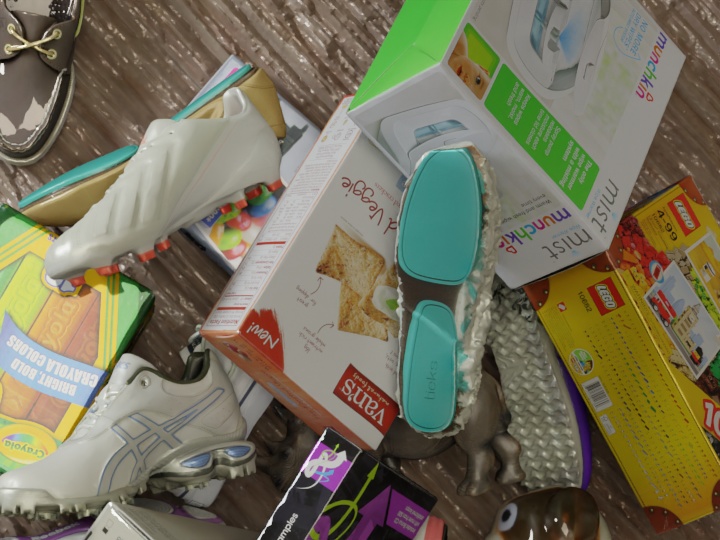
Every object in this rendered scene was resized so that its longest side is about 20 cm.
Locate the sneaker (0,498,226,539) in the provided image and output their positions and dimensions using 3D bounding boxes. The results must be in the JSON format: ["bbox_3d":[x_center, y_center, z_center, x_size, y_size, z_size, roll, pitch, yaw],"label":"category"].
[{"bbox_3d":[-0.184,0.218,1.586,0.198,0.075,0.100,-15,103,-8],"label":"sneaker"}]

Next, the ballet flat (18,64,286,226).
[{"bbox_3d":[-0.138,-0.068,1.587,0.199,0.069,0.063,-31,100,-6],"label":"ballet flat"}]

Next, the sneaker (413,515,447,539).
[{"bbox_3d":[-0.010,0.254,1.600,0.086,0.074,0.201,21,76,11],"label":"sneaker"}]

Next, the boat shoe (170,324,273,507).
[{"bbox_3d":[-0.092,0.067,1.579,0.066,0.074,0.201,24,98,-15],"label":"boat shoe"}]

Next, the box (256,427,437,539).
[{"bbox_3d":[-0.036,0.211,1.504,0.036,0.143,0.201,31,87,28],"label":"box"}]

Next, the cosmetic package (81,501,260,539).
[{"bbox_3d":[-0.118,0.221,1.504,0.073,0.200,0.104,38,97,28],"label":"cosmetic package"}]

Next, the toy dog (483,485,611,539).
[{"bbox_3d":[0.152,0.244,1.575,0.193,0.140,0.201,-28,85,-10],"label":"toy dog"}]

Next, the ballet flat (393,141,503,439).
[{"bbox_3d":[0.058,0.008,1.491,0.071,0.072,0.202,5,108,-5],"label":"ballet flat"}]

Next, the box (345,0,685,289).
[{"bbox_3d":[0.107,-0.123,1.542,0.177,0.096,0.201,45,47,-20],"label":"box"}]

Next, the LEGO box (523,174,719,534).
[{"bbox_3d":[0.217,0.057,1.590,0.149,0.077,0.201,-31,92,-52],"label":"LEGO box"}]

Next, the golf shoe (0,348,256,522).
[{"bbox_3d":[-0.161,0.106,1.492,0.199,0.078,0.098,-13,93,-43],"label":"golf shoe"}]

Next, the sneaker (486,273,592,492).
[{"bbox_3d":[0.142,0.062,1.631,0.099,0.069,0.202,-24,105,-43],"label":"sneaker"}]

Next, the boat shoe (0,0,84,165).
[{"bbox_3d":[-0.229,-0.176,1.628,0.071,0.060,0.202,11,81,-5],"label":"boat shoe"}]

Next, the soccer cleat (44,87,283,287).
[{"bbox_3d":[-0.136,-0.054,1.513,0.199,0.069,0.078,-31,98,-37],"label":"soccer cleat"}]

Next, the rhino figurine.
[{"bbox_3d":[0.012,0.115,1.610,0.198,0.060,0.088,-6,96,10],"label":"rhino figurine"}]

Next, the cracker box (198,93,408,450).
[{"bbox_3d":[0.000,0.000,1.535,0.134,0.058,0.201,41,69,-26],"label":"cracker box"}]

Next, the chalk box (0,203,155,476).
[{"bbox_3d":[-0.239,0.078,1.561,0.124,0.124,0.201,29,80,-1],"label":"chalk box"}]

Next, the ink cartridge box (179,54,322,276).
[{"bbox_3d":[-0.055,-0.043,1.641,0.200,0.042,0.120,41,81,-1],"label":"ink cartridge box"}]
